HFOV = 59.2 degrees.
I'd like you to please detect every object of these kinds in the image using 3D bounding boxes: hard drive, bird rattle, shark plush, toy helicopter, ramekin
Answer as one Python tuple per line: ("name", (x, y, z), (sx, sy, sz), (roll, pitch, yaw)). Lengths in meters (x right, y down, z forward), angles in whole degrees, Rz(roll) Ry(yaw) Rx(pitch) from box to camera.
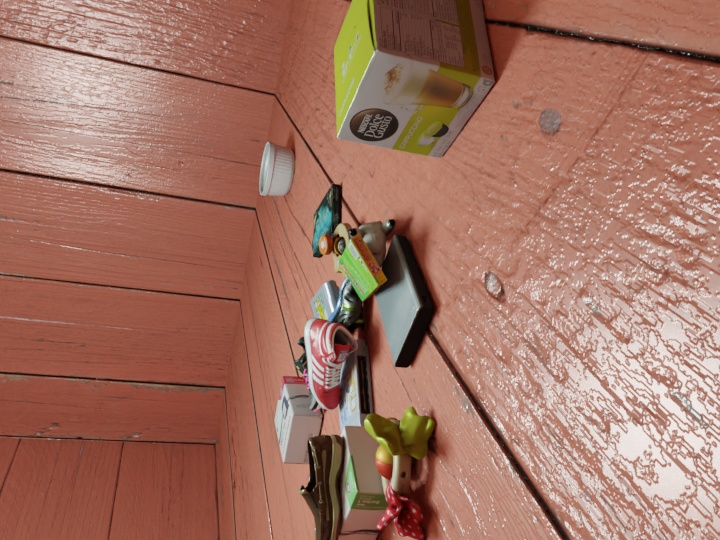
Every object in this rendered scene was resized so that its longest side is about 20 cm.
("hard drive", (0.074, 0.052, 1.142), (0.202, 0.032, 0.142), (-105, 27, -50))
("bird rattle", (0.065, 0.322, 1.029), (0.163, 0.110, 0.205), (-159, 64, -83))
("shark plush", (0.016, -0.051, 1.256), (0.200, 0.089, 0.085), (-161, 57, -78))
("toy helicopter", (-0.024, -0.014, 1.447), (0.132, 0.077, 0.204), (-39, 57, 53))
("ramekin", (-0.318, -0.383, 2.421), (0.200, 0.103, 0.205), (-173, 90, -72))

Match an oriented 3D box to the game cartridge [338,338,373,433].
("game cartridge", (-0.013, 0.265, 1.334), (0.134, 0.041, 0.204), (126, 146, -50))

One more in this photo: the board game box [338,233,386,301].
("board game box", (0.000, 0.000, 1.200), (0.097, 0.030, 0.200), (59, 165, 5))

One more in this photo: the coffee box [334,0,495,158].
("coffee box", (0.074, -0.333, 1.017), (0.200, 0.193, 0.204), (126, 146, -57))

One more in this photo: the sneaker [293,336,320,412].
("sneaker", (-0.130, 0.257, 1.617), (0.074, 0.085, 0.205), (140, 133, -65))

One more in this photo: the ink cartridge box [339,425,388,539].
("ink cartridge box", (-0.009, 0.415, 1.183), (0.147, 0.082, 0.203), (-107, 30, -52))

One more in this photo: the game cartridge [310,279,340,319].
("game cartridge", (-0.074, 0.113, 1.513), (0.200, 0.040, 0.136), (130, 121, -68))

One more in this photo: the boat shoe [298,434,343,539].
("boat shoe", (-0.077, 0.401, 1.141), (0.075, 0.073, 0.207), (145, 129, -66))

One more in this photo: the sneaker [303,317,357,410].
("sneaker", (-0.054, 0.201, 1.317), (0.111, 0.070, 0.205), (1, 106, 47))

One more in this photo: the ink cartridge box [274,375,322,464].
("ink cartridge box", (-0.170, 0.397, 1.694), (0.200, 0.082, 0.148), (-127, 46, -65))

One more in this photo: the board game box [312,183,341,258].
("board game box", (-0.095, -0.134, 1.748), (0.200, 0.028, 0.138), (134, 138, -63))

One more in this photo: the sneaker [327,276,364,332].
("sneaker", (-0.014, 0.085, 1.362), (0.082, 0.070, 0.203), (31, 104, 31))
